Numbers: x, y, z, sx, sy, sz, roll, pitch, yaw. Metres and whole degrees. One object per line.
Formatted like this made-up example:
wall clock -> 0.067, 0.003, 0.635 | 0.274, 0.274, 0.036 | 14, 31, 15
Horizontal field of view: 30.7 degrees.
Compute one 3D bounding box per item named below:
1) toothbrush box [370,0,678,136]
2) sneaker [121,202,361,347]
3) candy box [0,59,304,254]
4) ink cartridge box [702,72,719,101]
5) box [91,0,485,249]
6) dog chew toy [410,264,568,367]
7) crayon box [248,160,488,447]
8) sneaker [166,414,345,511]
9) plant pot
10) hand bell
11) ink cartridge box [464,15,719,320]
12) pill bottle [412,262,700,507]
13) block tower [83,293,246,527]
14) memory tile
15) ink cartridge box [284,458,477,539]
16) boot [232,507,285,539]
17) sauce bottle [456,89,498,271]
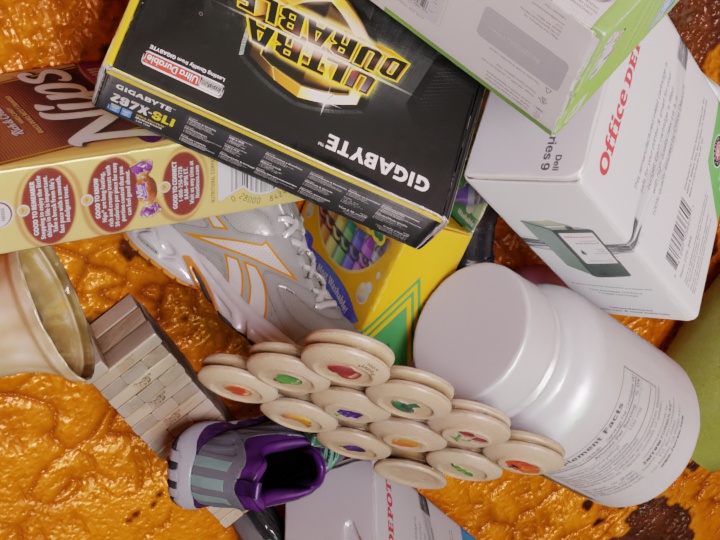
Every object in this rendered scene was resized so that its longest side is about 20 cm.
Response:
toothbrush box -> 0.111, -0.193, 0.710 | 0.200, 0.145, 0.086 | -47, 168, -30
sneaker -> -0.055, -0.007, 0.806 | 0.093, 0.199, 0.076 | -54, 166, 3
candy box -> -0.137, -0.074, 0.752 | 0.197, 0.117, 0.057 | -13, 127, -21
ink cartridge box -> 0.194, -0.092, 0.967 | 0.162, 0.050, 0.200 | -46, 133, 5
box -> -0.027, -0.125, 0.721 | 0.198, 0.162, 0.049 | 24, 153, -12
dog chew toy -> 0.085, 0.053, 0.960 | 0.198, 0.124, 0.126 | -19, 128, -26
crayon box -> 0.000, 0.000, 0.870 | 0.051, 0.126, 0.202 | 11, 114, -33
sneaker -> -0.039, 0.131, 0.902 | 0.199, 0.087, 0.076 | -14, 107, -53
plant pot -> 0.342, 0.070, 1.089 | 0.186, 0.189, 0.200 | 28, 120, -38
hand bell -> -0.274, 0.057, 0.798 | 0.198, 0.105, 0.105 | -23, 130, 1
ink cartridge box -> 0.161, -0.076, 0.836 | 0.200, 0.083, 0.148 | 39, 63, -48
pill bottle -> 0.127, 0.074, 0.851 | 0.199, 0.115, 0.115 | 31, 103, -42
block tower -> -0.125, 0.101, 0.915 | 0.058, 0.054, 0.201 | -37, 131, -2
memory tile -> 0.012, 0.087, 0.772 | 0.199, 0.152, 0.017 | 30, 62, -34
ink cartridge box -> 0.024, 0.252, 1.014 | 0.083, 0.146, 0.200 | -19, 141, 22
boot -> -0.097, 0.272, 1.038 | 0.130, 0.070, 0.202 | -25, 125, -5
sauce bottle -> 0.081, -0.090, 0.890 | 0.065, 0.066, 0.203 | -11, 122, -22
